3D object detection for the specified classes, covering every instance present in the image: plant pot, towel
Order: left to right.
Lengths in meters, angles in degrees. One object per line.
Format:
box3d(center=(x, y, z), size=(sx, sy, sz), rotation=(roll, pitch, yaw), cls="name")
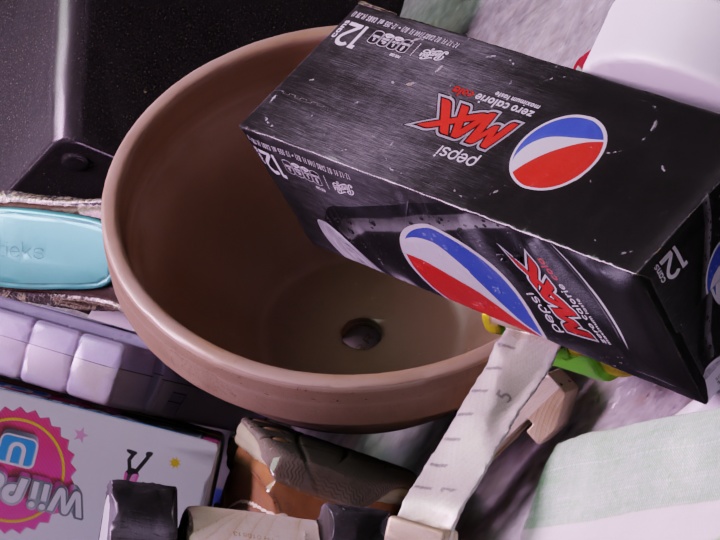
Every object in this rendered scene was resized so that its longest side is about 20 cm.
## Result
box3d(center=(-0.110, -0.082, 1.331), size=(0.199, 0.200, 0.178), rotation=(-38, 38, 47), cls="plant pot")
box3d(center=(0.000, 0.000, 1.049), size=(0.093, 0.201, 0.201), rotation=(86, -164, -47), cls="plant pot")
box3d(center=(0.056, 0.130, 0.759), size=(0.153, 0.023, 0.200), rotation=(-24, 37, 63), cls="towel")

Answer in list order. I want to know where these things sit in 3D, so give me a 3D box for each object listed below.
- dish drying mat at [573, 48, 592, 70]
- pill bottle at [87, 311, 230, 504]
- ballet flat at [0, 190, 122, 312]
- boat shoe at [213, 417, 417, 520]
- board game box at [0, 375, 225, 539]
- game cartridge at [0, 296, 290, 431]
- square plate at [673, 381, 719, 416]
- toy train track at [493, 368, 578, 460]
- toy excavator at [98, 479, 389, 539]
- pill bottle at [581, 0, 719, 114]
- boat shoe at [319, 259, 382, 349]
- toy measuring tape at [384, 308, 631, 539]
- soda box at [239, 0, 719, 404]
box3d(center=(0.140, -0.098, 1.037), size=(0.200, 0.018, 0.077), rotation=(-35, 27, 52), cls="dish drying mat")
box3d(center=(-0.132, 0.109, 1.267), size=(0.200, 0.114, 0.114), rotation=(-57, 17, 1), cls="pill bottle")
box3d(center=(-0.093, -0.007, 1.200), size=(0.200, 0.075, 0.068), rotation=(8, 99, 34), cls="ballet flat")
box3d(center=(-0.025, 0.104, 1.036), size=(0.200, 0.076, 0.074), rotation=(125, 164, -84), cls="boat shoe")
box3d(center=(-0.131, 0.079, 1.046), size=(0.200, 0.147, 0.064), rotation=(160, 124, -88), cls="board game box")
box3d(center=(-0.114, 0.037, 1.110), size=(0.200, 0.129, 0.038), rotation=(22, -101, -70), cls="game cartridge")
box3d(center=(0.082, 0.118, 0.793), size=(0.200, 0.028, 0.198), rotation=(-45, 20, 38), cls="square plate")
box3d(center=(0.014, 0.117, 0.975), size=(0.200, 0.033, 0.115), rotation=(-46, -10, 13), cls="toy train track")
box3d(center=(-0.046, 0.197, 0.858), size=(0.195, 0.100, 0.200), rotation=(-102, 20, -62), cls="toy excavator")
box3d(center=(0.159, -0.128, 0.872), size=(0.200, 0.114, 0.114), rotation=(-62, 17, -14), cls="pill bottle")
box3d(center=(0.011, -0.027, 1.190), size=(0.072, 0.065, 0.200), rotation=(-46, 20, 33), cls="boat shoe")
box3d(center=(0.068, 0.032, 0.902), size=(0.074, 0.074, 0.200), rotation=(-29, 27, 58), cls="toy measuring tape")
box3d(center=(0.052, -0.026, 0.863), size=(0.071, 0.063, 0.200), rotation=(-47, 40, -18), cls="soda box")
